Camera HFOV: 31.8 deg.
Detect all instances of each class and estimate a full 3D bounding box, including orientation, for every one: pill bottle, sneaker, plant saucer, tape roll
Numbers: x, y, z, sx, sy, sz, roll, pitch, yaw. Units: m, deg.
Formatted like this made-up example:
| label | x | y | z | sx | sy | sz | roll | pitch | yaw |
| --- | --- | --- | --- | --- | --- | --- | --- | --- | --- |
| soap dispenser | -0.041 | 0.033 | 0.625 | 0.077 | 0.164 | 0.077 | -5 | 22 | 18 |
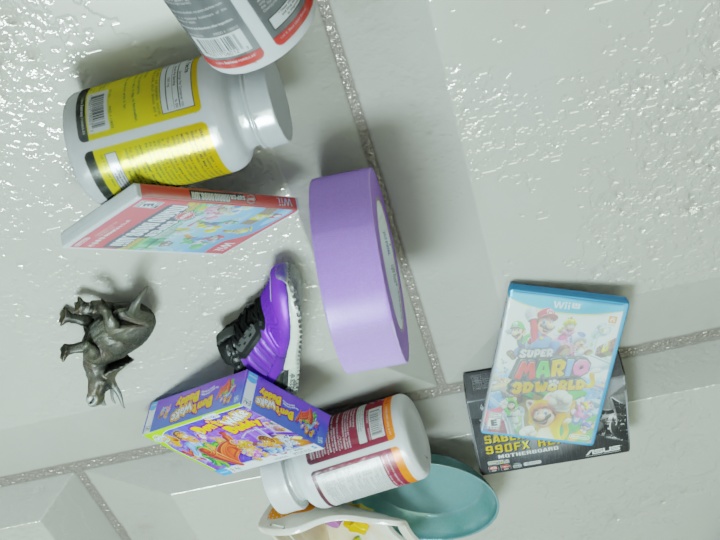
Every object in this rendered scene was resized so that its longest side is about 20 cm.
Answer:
| label | x | y | z | sx | sy | sz | roll | pitch | yaw |
| --- | --- | --- | --- | --- | --- | --- | --- | --- | --- |
| pill bottle | -0.129 | -0.274 | 1.063 | 0.115 | 0.117 | 0.201 | -21 | 133 | 16 |
| sneaker | -0.116 | 0.073 | 1.445 | 0.098 | 0.070 | 0.201 | 2 | 134 | -4 |
| pill bottle | -0.170 | -0.138 | 1.197 | 0.198 | 0.113 | 0.113 | -13 | 135 | 9 |
| pill bottle | -0.020 | 0.234 | 1.586 | 0.198 | 0.110 | 0.110 | -19 | 134 | 14 |
| plant saucer | 0.088 | 0.298 | 1.697 | 0.197 | 0.036 | 0.201 | 4 | 139 | 4 |
| tape roll | 0.000 | 0.000 | 1.288 | 0.065 | 0.201 | 0.201 | -11 | 135 | 5 |

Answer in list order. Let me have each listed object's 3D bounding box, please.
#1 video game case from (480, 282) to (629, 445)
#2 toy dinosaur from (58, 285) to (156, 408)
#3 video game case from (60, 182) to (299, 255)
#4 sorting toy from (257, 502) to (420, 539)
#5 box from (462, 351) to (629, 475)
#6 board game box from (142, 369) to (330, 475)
| label | x | y | z | sx | sy | sz | roll | pitch | yaw |
| --- | --- | --- | --- | --- | --- | --- | --- | --- | --- |
| video game case | 0.228 | 0.115 | 1.502 | 0.141 | 0.018 | 0.202 | 7 | 117 | -3 |
| toy dinosaur | -0.279 | 0.066 | 1.437 | 0.102 | 0.077 | 0.200 | 16 | 128 | -36 |
| video game case | -0.180 | -0.048 | 1.269 | 0.199 | 0.018 | 0.142 | 2 | 160 | -43 |
| sorting toy | -0.006 | 0.353 | 1.670 | 0.178 | 0.108 | 0.201 | -2 | 140 | 28 |
| box | 0.237 | 0.181 | 1.598 | 0.198 | 0.049 | 0.159 | -10 | 135 | 5 |
| board game box | -0.152 | 0.188 | 1.530 | 0.134 | 0.045 | 0.199 | 32 | 144 | -31 |
